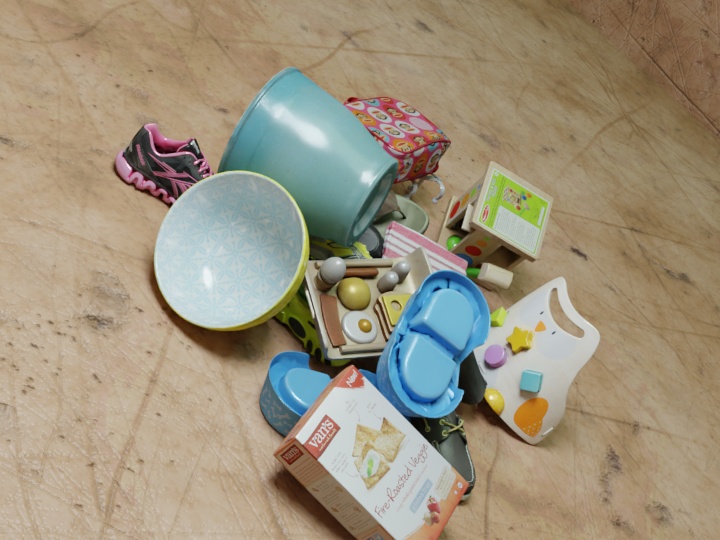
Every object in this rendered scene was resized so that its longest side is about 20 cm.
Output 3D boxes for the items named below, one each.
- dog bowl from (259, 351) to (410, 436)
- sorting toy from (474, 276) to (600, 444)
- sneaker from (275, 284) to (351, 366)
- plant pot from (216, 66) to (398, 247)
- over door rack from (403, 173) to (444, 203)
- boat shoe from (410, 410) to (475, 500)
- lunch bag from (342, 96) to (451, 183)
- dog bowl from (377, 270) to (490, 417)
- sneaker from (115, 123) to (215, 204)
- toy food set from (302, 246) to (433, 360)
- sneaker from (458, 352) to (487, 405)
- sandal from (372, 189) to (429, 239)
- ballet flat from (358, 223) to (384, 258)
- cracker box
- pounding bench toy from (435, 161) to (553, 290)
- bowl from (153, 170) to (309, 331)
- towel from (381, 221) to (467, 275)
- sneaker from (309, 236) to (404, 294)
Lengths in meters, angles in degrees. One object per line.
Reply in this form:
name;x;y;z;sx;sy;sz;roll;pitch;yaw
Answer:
dog bowl;-0.034;0.168;1.336;0.198;0.050;0.112;18;35;-27
sorting toy;0.245;0.105;1.554;0.106;0.180;0.201;29;26;-45
sneaker;-0.070;0.039;1.458;0.201;0.074;0.083;52;35;9
plant pot;-0.059;-0.133;1.450;0.187;0.201;0.200;32;30;9
over door rack;0.035;-0.183;1.874;0.147;0.067;0.200;3;37;-41
boat shoe;0.097;0.198;1.411;0.071;0.061;0.202;7;41;-39
lunch bag;0.037;-0.223;1.782;0.176;0.082;0.199;40;30;20
dog bowl;0.088;0.095;1.369;0.111;0.049;0.201;37;57;-15
sneaker;-0.233;-0.132;1.506;0.199;0.096;0.079;29;29;-14
toy food set;0.019;0.034;1.418;0.198;0.060;0.145;-2;60;-30
sneaker;0.120;0.098;1.538;0.201;0.074;0.107;-96;161;-55
sandal;0.015;-0.109;1.728;0.200;0.080;0.057;31;-13;6
ballet flat;-0.033;-0.084;1.695;0.201;0.066;0.057;52;-9;25
cracker box;0.015;0.225;1.238;0.200;0.058;0.134;45;45;-4
pounding bench toy;0.198;-0.036;1.763;0.123;0.156;0.202;28;58;-13
bowl;-0.146;-0.012;1.374;0.201;0.200;0.108;49;2;23
towel;0.085;0.032;1.617;0.145;0.030;0.201;28;49;-17
sneaker;0.000;0.000;1.527;0.199;0.076;0.077;31;57;12
